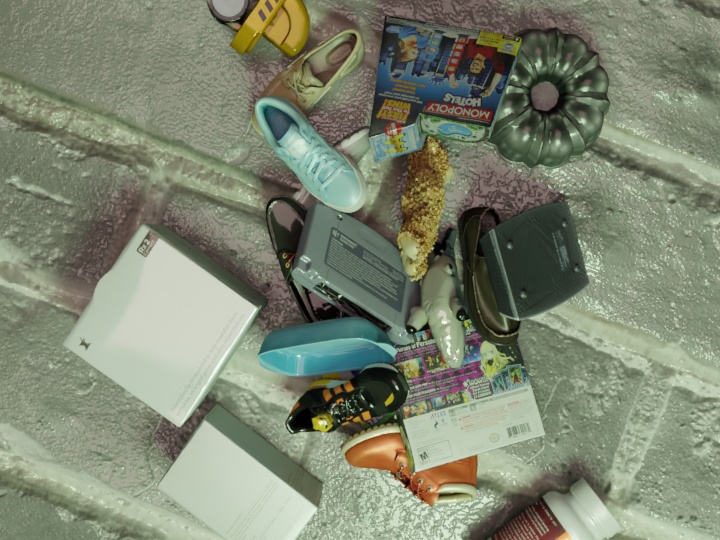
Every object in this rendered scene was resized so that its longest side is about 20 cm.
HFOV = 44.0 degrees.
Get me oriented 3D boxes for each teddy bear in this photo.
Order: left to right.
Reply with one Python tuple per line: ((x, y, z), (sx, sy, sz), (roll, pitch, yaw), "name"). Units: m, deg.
((0.091, -0.085, 1.213), (0.065, 0.146, 0.202), (4, 48, 10), "teddy bear")

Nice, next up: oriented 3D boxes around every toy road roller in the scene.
((-0.114, -0.386, 1.227), (0.145, 0.123, 0.201), (36, 95, -14), "toy road roller")

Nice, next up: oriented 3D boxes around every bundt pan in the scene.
((0.257, -0.244, 1.243), (0.198, 0.076, 0.206), (0, 93, 2), "bundt pan")

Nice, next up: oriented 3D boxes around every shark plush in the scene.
((0.113, 0.033, 1.234), (0.090, 0.202, 0.083), (-27, 136, 23), "shark plush")

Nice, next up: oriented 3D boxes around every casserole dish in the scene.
((-0.045, 0.101, 1.188), (0.197, 0.121, 0.039), (-10, 64, 25), "casserole dish")

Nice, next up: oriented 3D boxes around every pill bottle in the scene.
((0.261, 0.387, 1.249), (0.199, 0.113, 0.113), (-39, 91, 3), "pill bottle")

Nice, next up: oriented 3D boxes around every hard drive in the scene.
((0.237, -0.014, 1.211), (0.042, 0.198, 0.137), (-14, 94, 43), "hard drive")

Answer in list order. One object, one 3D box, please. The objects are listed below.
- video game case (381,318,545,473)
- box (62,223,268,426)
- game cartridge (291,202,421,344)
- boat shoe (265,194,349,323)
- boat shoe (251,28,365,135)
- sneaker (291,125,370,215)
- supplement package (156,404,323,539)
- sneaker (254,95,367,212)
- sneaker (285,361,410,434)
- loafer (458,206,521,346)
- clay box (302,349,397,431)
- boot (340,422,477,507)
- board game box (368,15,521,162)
((0.139, 0.165, 1.236), (0.197, 0.036, 0.184), (-13, 78, -14), "video game case")
((-0.265, 0.071, 1.239), (0.199, 0.131, 0.200), (35, 93, 0), "box")
((0.000, 0.000, 1.210), (0.199, 0.041, 0.135), (34, 49, -23), "game cartridge")
((-0.074, -0.010, 1.217), (0.073, 0.063, 0.204), (-24, 92, 8), "boat shoe")
((-0.077, -0.268, 1.253), (0.199, 0.065, 0.073), (-39, 91, 2), "boat shoe")
((-0.037, -0.116, 1.263), (0.082, 0.075, 0.201), (39, 104, -6), "sneaker")
((-0.165, 0.302, 1.253), (0.199, 0.117, 0.118), (38, 94, -1), "supplement package")
((-0.075, -0.154, 1.182), (0.200, 0.082, 0.074), (45, 106, 16), "sneaker")
((-0.020, 0.184, 1.192), (0.198, 0.090, 0.071), (-19, 106, 44), "sneaker")
((0.180, 0.004, 1.233), (0.072, 0.071, 0.204), (-11, 79, -14), "loafer")
((0.011, 0.140, 1.277), (0.115, 0.048, 0.201), (-40, 90, 3), "clay box")
((0.070, 0.274, 1.241), (0.196, 0.075, 0.109), (1, 57, -4), "boot")
((0.095, -0.231, 1.188), (0.197, 0.062, 0.202), (15, 67, 19), "board game box")
